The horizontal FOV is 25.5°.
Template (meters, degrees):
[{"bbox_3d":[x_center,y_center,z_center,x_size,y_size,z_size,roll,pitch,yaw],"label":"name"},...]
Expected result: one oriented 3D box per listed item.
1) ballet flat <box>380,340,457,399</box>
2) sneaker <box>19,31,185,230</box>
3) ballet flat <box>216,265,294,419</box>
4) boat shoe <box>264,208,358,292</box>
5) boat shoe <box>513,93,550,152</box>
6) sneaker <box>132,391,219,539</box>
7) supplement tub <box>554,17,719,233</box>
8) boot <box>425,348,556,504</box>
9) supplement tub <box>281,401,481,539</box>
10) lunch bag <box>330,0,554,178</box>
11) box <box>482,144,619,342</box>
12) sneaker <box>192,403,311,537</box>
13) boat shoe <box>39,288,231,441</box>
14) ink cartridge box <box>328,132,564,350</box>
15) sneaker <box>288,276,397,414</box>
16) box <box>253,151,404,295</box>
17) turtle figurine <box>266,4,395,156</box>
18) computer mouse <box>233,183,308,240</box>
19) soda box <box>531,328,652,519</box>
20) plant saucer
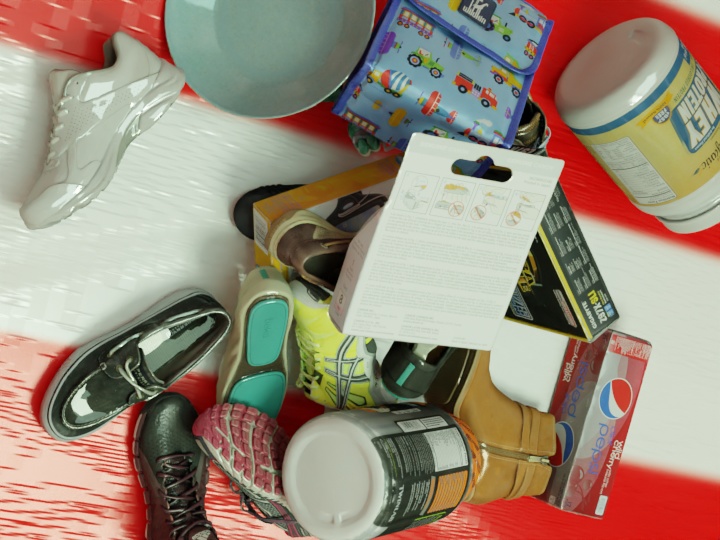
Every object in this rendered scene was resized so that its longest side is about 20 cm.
[{"bbox_3d":[0.081,0.046,1.558,0.068,0.068,0.200,29,46,-1],"label":"ballet flat"},{"bbox_3d":[-0.249,-0.127,1.406,0.099,0.078,0.200,41,70,-19],"label":"sneaker"},{"bbox_3d":[-0.102,0.080,1.508,0.069,0.069,0.200,-6,130,-28],"label":"ballet flat"},{"bbox_3d":[0.000,0.000,1.493,0.200,0.072,0.072,22,107,-46],"label":"boat shoe"},{"bbox_3d":[0.152,-0.140,1.617,0.072,0.072,0.200,-38,114,-19],"label":"boat shoe"},{"bbox_3d":[-0.156,0.218,1.477,0.076,0.115,0.200,-8,102,-28],"label":"sneaker"},{"bbox_3d":[0.313,-0.149,1.663,0.200,0.145,0.145,45,76,-27],"label":"supplement tub"},{"bbox_3d":[0.145,0.148,1.656,0.155,0.077,0.200,6,94,-30],"label":"boot"},{"bbox_3d":[0.027,0.189,1.518,0.200,0.122,0.123,1,98,-58],"label":"supplement tub"},{"bbox_3d":[0.087,-0.202,1.465,0.150,0.094,0.200,28,59,-8],"label":"lunch bag"},{"bbox_3d":[0.160,-0.033,1.588,0.049,0.160,0.200,-35,114,-19],"label":"box"},{"bbox_3d":[-0.092,0.201,1.516,0.200,0.075,0.081,45,37,-34],"label":"sneaker"},{"bbox_3d":[-0.206,0.085,1.454,0.200,0.071,0.072,-41,115,-17],"label":"boat shoe"},{"bbox_3d":[0.076,-0.028,1.433,0.162,0.057,0.200,8,110,-27],"label":"ink cartridge box"},{"bbox_3d":[-0.027,0.087,1.531,0.076,0.075,0.200,-40,131,-13],"label":"sneaker"},{"bbox_3d":[-0.008,-0.039,1.539,0.200,0.041,0.119,-22,133,-27],"label":"box"},{"bbox_3d":[0.008,-0.176,1.517,0.200,0.101,0.150,19,73,-17],"label":"turtle figurine"},{"bbox_3d":[-0.031,-0.060,1.551,0.200,0.034,0.059,-8,101,-28],"label":"computer mouse"},{"bbox_3d":[0.247,0.161,1.718,0.063,0.070,0.200,17,90,-29],"label":"soda box"},{"bbox_3d":[-0.079,-0.234,1.446,0.201,0.039,0.201,-1,85,14],"label":"plant saucer"}]
